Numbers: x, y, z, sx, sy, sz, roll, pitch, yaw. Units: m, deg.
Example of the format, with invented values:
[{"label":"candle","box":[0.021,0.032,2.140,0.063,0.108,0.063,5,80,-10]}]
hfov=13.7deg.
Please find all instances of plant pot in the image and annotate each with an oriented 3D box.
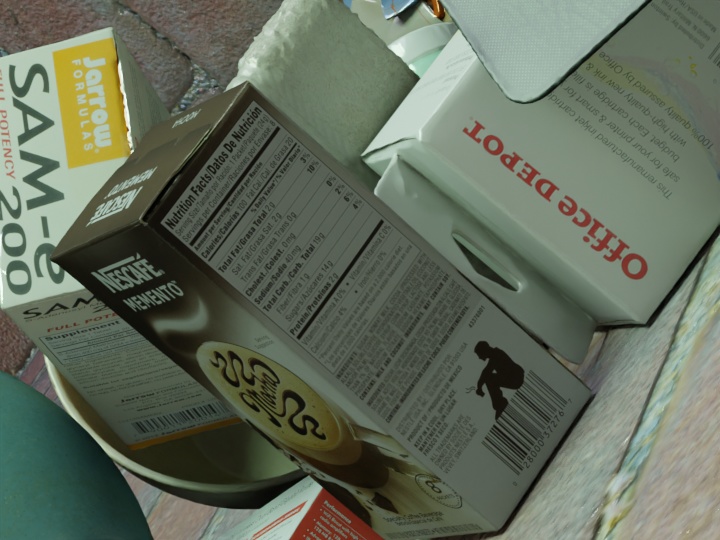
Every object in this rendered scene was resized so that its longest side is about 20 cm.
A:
[{"label":"plant pot","box":[-0.167,0.150,1.374,0.135,0.200,0.200,15,61,44]}]

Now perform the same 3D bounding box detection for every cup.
[{"label":"cup","box":[-0.055,0.043,1.571,0.200,0.200,0.143,-53,-19,-15]}]

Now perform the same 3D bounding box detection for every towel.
[{"label":"towel","box":[0.009,-0.023,1.371,0.133,0.200,0.034,-55,19,-25]}]

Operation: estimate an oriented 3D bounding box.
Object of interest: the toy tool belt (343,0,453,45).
[{"label":"toy tool belt","box":[0.036,-0.178,1.626,0.123,0.124,0.200,106,154,-45]}]

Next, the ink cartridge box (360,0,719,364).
[{"label":"ink cartridge box","box":[0.101,-0.071,1.311,0.200,0.128,0.125,-52,8,-9]}]

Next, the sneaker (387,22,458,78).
[{"label":"sneaker","box":[0.098,-0.063,1.517,0.200,0.118,0.074,-7,-22,-45]}]

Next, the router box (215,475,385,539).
[{"label":"router box","box":[-0.072,0.191,1.398,0.180,0.049,0.200,-56,9,-30]}]

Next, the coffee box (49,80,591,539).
[{"label":"coffee box","box":[-0.018,0.022,1.263,0.080,0.200,0.113,-54,15,-21]}]

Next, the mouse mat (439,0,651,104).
[{"label":"mouse mat","box":[0.082,-0.179,1.255,0.161,0.008,0.200,-43,48,13]}]

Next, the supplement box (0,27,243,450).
[{"label":"supplement box","box":[-0.112,-0.010,1.412,0.073,0.126,0.200,-14,-25,8]}]

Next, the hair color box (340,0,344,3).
[{"label":"hair color box","box":[0.042,-0.123,1.723,0.200,0.111,0.064,-34,-12,-32]}]
